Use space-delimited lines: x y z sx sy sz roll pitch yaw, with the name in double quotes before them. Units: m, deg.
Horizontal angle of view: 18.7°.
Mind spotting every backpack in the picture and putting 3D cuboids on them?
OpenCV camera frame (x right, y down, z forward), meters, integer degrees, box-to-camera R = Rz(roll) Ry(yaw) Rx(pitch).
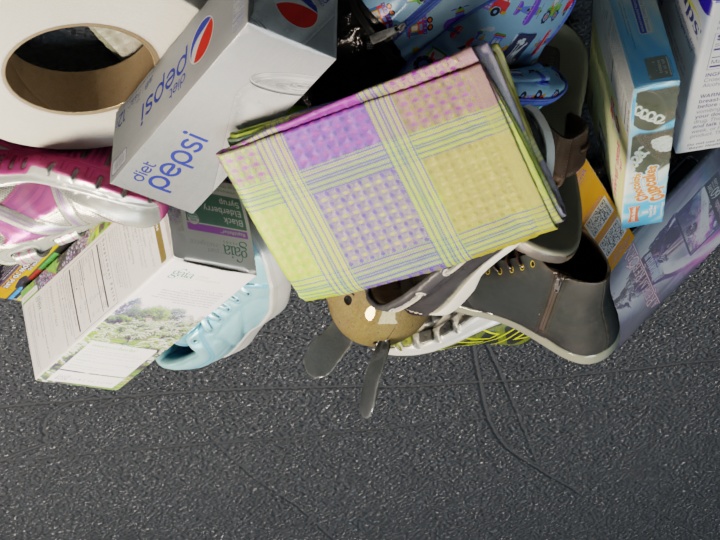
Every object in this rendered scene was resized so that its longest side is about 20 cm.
"backpack" 0.065 -0.163 1.472 0.200 0.135 0.182 -40 161 30

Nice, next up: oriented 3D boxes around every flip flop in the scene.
"flip flop" 0.134 -0.100 1.564 0.080 0.202 0.058 17 152 -12

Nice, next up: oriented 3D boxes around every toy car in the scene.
"toy car" 0.000 0.000 1.637 0.157 0.164 0.202 6 107 -30

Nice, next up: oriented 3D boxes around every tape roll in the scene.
"tape roll" -0.188 -0.149 1.471 0.201 0.037 0.203 -6 150 -3

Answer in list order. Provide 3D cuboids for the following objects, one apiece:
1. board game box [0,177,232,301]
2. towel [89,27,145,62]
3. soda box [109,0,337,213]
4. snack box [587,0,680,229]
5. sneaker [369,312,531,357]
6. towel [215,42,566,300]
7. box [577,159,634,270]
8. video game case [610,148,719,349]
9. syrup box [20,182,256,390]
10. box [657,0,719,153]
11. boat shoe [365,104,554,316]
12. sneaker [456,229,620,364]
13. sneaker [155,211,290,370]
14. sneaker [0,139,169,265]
"board game box" -0.176 -0.036 1.711 0.164 0.057 0.200 12 144 -34
"towel" -0.118 -0.209 1.442 0.191 0.035 0.200 -21 151 16
"soda box" -0.091 -0.120 1.435 0.068 0.064 0.200 20 141 -25
"snack box" 0.200 -0.130 1.619 0.037 0.117 0.200 -11 152 -2
"sneaker" 0.101 0.040 1.833 0.198 0.075 0.085 -16 144 18
"towel" 0.023 -0.059 1.416 0.199 0.023 0.144 -19 120 18
"box" 0.133 -0.078 1.693 0.042 0.119 0.200 -52 149 -8
"video game case" 0.257 -0.028 1.825 0.200 0.019 0.143 -46 150 -6
"syrup box" -0.170 0.009 1.651 0.078 0.082 0.200 10 144 -39
"box" 0.312 -0.189 1.569 0.182 0.106 0.200 -9 152 -5
"boat shoe" 0.064 -0.037 1.478 0.060 0.074 0.200 -4 150 -32
"sneaker" 0.117 -0.012 1.716 0.199 0.075 0.107 24 148 22
"sneaker" -0.113 0.027 1.692 0.082 0.074 0.200 -29 162 -29
"sneaker" -0.231 -0.049 1.572 0.198 0.081 0.089 8 115 13
